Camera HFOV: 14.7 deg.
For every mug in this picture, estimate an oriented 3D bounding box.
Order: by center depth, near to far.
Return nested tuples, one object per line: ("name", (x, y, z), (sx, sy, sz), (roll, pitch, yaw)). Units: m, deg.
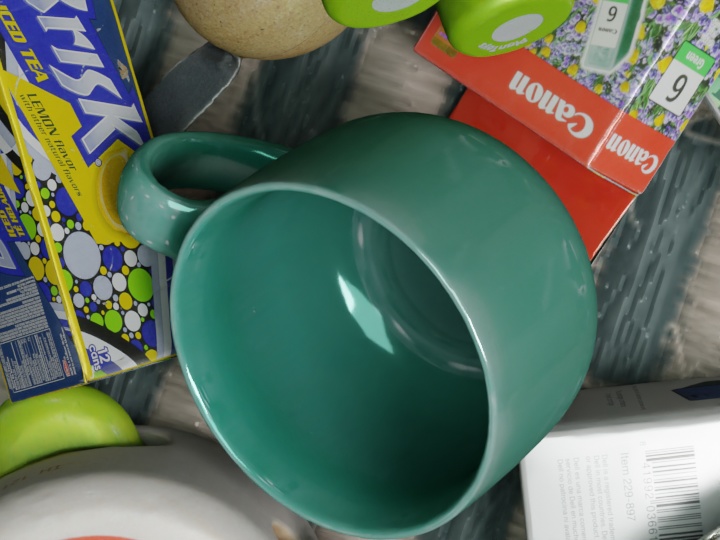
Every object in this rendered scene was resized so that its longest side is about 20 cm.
("mug", (0.009, 0.001, 1.108), (0.152, 0.114, 0.185), (-27, 96, 42))

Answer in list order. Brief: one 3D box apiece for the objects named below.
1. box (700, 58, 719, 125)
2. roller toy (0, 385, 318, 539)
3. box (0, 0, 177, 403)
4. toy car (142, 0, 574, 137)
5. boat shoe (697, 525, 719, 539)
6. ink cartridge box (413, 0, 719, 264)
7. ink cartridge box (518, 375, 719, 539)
("box", (0.231, -0.113, 1.140), (0.200, 0.036, 0.144), (-33, 59, 6))
("roller toy", (-0.099, 0.165, 1.169), (0.200, 0.140, 0.183), (29, 98, -3))
("box", (-0.131, -0.052, 1.154), (0.070, 0.064, 0.200), (-17, 91, -40))
("toy car", (-0.042, -0.139, 1.132), (0.200, 0.158, 0.164), (-31, 68, 31))
("boat shoe", (0.167, 0.120, 1.107), (0.200, 0.070, 0.071), (-27, 97, 5))
("ink cartridge box", (0.085, -0.090, 1.149), (0.109, 0.050, 0.200), (37, 98, 35))
("ink cartridge box", (0.171, 0.120, 1.185), (0.200, 0.088, 0.146), (-6, 98, 3))
